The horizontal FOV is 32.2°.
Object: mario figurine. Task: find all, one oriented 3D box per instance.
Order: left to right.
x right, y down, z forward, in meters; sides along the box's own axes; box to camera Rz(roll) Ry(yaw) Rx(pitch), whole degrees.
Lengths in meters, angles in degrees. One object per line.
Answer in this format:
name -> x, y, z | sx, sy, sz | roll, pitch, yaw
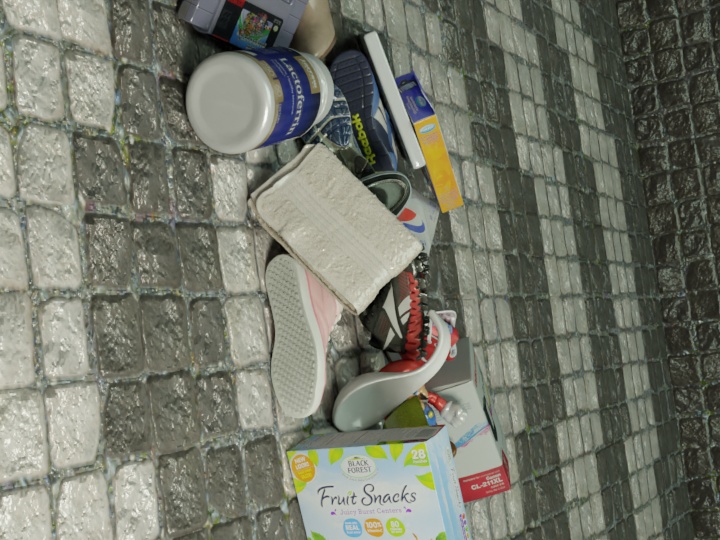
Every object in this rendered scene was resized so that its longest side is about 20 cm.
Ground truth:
mario figurine -> 0.078, 0.212, 1.750 | 0.124, 0.105, 0.201 | -57, 138, -38

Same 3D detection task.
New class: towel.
towel -> -0.031, -0.056, 1.534 | 0.200, 0.035, 0.132 | 43, 67, 8

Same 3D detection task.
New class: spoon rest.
spoon rest -> 0.044, 0.143, 1.642 | 0.061, 0.200, 0.099 | 48, 5, 38

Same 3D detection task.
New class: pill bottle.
pill bottle -> -0.114, -0.208, 1.497 | 0.200, 0.115, 0.117 | -29, 107, -63

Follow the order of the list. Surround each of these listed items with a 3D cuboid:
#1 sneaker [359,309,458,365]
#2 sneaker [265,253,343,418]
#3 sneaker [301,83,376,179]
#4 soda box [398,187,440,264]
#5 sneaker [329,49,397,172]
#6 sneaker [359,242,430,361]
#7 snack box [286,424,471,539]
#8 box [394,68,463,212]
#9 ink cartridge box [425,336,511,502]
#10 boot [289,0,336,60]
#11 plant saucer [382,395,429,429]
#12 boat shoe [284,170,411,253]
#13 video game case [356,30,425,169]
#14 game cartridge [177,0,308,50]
sneaker -> 0.071, 0.067, 1.783 | 0.201, 0.111, 0.072 | 55, 35, -41
sneaker -> -0.059, 0.083, 1.552 | 0.104, 0.075, 0.203 | 14, 64, -56
sneaker -> -0.037, -0.168, 1.703 | 0.085, 0.076, 0.202 | 123, -56, -86
soda box -> 0.063, -0.043, 1.801 | 0.063, 0.068, 0.201 | 33, 30, -8
sneaker -> 0.005, -0.218, 1.799 | 0.082, 0.073, 0.202 | -41, 119, -71
sneaker -> 0.045, 0.040, 1.674 | 0.071, 0.097, 0.202 | -79, 171, -46
snack box -> 0.023, 0.281, 1.509 | 0.068, 0.198, 0.171 | -26, 105, -59
box -> 0.096, -0.196, 1.833 | 0.120, 0.041, 0.201 | -111, 177, -48
ink cartridge box -> 0.160, 0.226, 1.907 | 0.146, 0.082, 0.202 | -83, 154, -65
boot -> -0.079, -0.379, 1.658 | 0.201, 0.069, 0.147 | -92, 171, -54
plant saucer -> 0.052, 0.291, 1.619 | 0.200, 0.047, 0.202 | -109, -154, -69
boat shoe -> -0.007, -0.071, 1.605 | 0.199, 0.071, 0.073 | -31, 95, -24
video game case -> 0.043, -0.253, 1.829 | 0.182, 0.023, 0.202 | -111, 179, -79
game cartridge -> -0.132, -0.333, 1.522 | 0.199, 0.038, 0.131 | 11, 101, -61
